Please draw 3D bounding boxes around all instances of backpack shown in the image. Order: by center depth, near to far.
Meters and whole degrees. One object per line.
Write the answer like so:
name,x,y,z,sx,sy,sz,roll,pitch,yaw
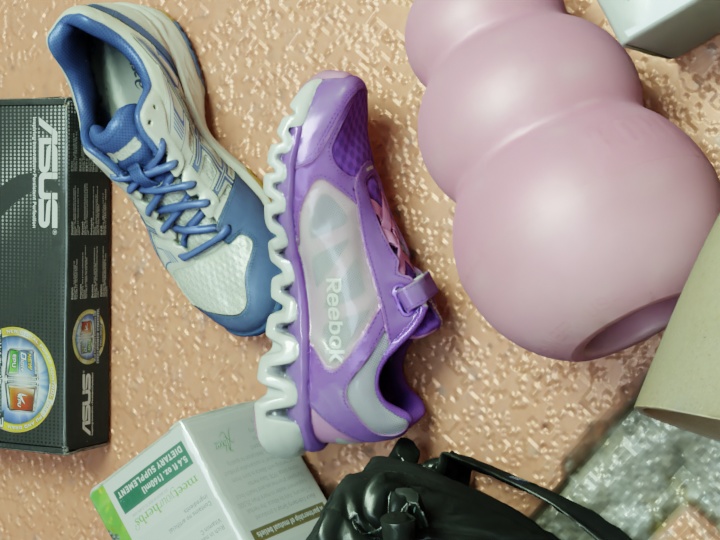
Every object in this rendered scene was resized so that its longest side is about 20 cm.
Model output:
backpack,0.068,0.174,0.753,0.200,0.167,0.127,28,100,7

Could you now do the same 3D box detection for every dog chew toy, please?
dog chew toy,0.084,-0.061,0.752,0.125,0.125,0.200,-33,70,24

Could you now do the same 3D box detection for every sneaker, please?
sneaker,0.000,0.000,0.821,0.088,0.080,0.200,5,99,20
sneaker,-0.108,-0.051,0.863,0.075,0.088,0.200,-34,79,22

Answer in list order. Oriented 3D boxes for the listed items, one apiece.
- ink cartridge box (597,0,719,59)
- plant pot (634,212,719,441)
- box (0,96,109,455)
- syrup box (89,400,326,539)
ink cartridge box,0.145,-0.219,0.728,0.146,0.084,0.200,-29,79,25
plant pot,0.228,-0.015,0.659,0.187,0.187,0.200,14,84,26
box,-0.222,0.000,0.947,0.160,0.044,0.200,3,94,27
syrup box,-0.047,0.175,0.843,0.079,0.081,0.200,-38,75,29
